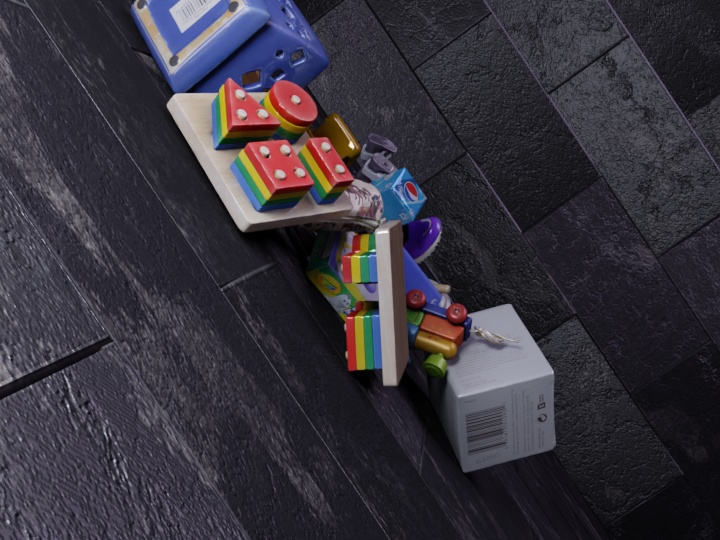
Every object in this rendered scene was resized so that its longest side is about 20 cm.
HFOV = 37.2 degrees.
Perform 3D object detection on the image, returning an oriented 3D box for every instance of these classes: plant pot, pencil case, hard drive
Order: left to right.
[{"bbox_3d":[-0.194,-0.334,1.508,0.201,0.199,0.179,60,14,26],"label":"plant pot"},{"bbox_3d":[-0.053,-0.090,1.490,0.198,0.078,0.090,3,44,-45],"label":"pencil case"},{"bbox_3d":[0.050,0.039,1.733,0.025,0.133,0.200,18,-22,43],"label":"hard drive"}]

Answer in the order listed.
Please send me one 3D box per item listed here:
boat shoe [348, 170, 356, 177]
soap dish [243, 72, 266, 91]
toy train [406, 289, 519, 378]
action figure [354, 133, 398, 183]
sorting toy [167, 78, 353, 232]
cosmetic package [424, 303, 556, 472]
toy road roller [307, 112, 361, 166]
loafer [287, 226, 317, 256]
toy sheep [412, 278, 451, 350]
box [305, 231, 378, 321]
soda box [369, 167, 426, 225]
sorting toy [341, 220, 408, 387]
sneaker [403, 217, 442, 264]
[{"bbox_3d":[-0.022,-0.155,2.025,0.199,0.062,0.075,20,-24,45],"label":"boat shoe"},{"bbox_3d":[-0.188,-0.309,1.868,0.158,0.081,0.200,56,8,-1],"label":"soap dish"},{"bbox_3d":[0.137,0.119,1.671,0.198,0.116,0.085,19,-34,14],"label":"toy train"},{"bbox_3d":[-0.004,-0.138,1.848,0.069,0.200,0.131,26,47,-13],"label":"action figure"},{"bbox_3d":[-0.111,-0.159,1.356,0.199,0.070,0.200,-12,64,-50],"label":"sorting toy"},{"bbox_3d":[0.209,0.190,1.758,0.201,0.163,0.167,-114,-167,-55],"label":"cosmetic package"},{"bbox_3d":[-0.069,-0.198,1.901,0.124,0.145,0.200,56,7,4],"label":"toy road roller"},{"bbox_3d":[-0.079,-0.086,1.664,0.072,0.063,0.200,52,8,-21],"label":"loafer"},{"bbox_3d":[0.102,0.071,1.899,0.138,0.137,0.201,-116,-177,-50],"label":"toy sheep"},{"bbox_3d":[0.001,0.029,1.595,0.201,0.048,0.118,53,32,-31],"label":"box"},{"bbox_3d":[0.007,-0.094,1.741,0.068,0.199,0.064,53,42,-19],"label":"soda box"},{"bbox_3d":[0.020,0.040,1.451,0.199,0.069,0.203,-39,126,-81],"label":"sorting toy"},{"bbox_3d":[0.044,-0.049,1.855,0.099,0.199,0.070,42,34,-34],"label":"sneaker"}]
